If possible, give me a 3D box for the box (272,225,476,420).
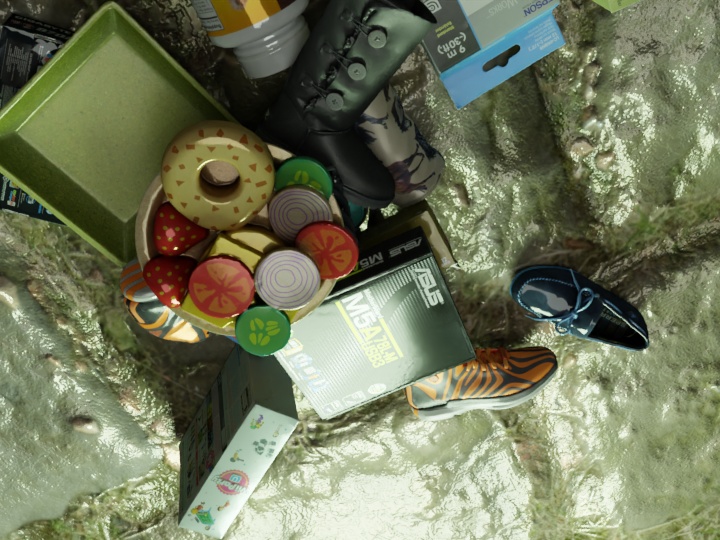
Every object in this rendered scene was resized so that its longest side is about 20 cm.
[{"bbox_3d":[0.009,0.063,0.922,0.192,0.048,0.200,-21,138,6],"label":"box"}]

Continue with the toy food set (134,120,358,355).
[{"bbox_3d":[-0.105,-0.025,0.791,0.197,0.049,0.201,26,109,-14],"label":"toy food set"}]

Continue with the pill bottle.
[{"bbox_3d":[-0.118,-0.290,0.825,0.109,0.109,0.201,-24,120,5],"label":"pill bottle"}]

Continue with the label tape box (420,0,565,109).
[{"bbox_3d":[0.122,-0.276,0.897,0.143,0.066,0.201,-29,117,8],"label":"label tape box"}]

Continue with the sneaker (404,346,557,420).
[{"bbox_3d":[0.147,0.116,1.101,0.199,0.078,0.113,-18,121,1],"label":"sneaker"}]

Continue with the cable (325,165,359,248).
[{"bbox_3d":[-0.104,-0.027,0.862,0.198,0.051,0.164,-15,132,-6],"label":"cable"}]

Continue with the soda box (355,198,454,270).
[{"bbox_3d":[0.000,0.000,0.953,0.199,0.064,0.068,-27,103,9],"label":"soda box"}]

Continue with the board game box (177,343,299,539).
[{"bbox_3d":[-0.155,0.200,1.069,0.064,0.148,0.201,24,113,-23],"label":"board game box"}]

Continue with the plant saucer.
[{"bbox_3d":[-0.240,-0.133,0.869,0.199,0.048,0.200,-41,120,10],"label":"plant saucer"}]

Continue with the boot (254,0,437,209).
[{"bbox_3d":[0.010,-0.171,0.841,0.164,0.066,0.200,24,120,-21],"label":"boot"}]

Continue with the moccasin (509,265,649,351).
[{"bbox_3d":[0.286,0.048,1.098,0.199,0.068,0.081,15,116,-16],"label":"moccasin"}]

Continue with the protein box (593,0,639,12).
[{"bbox_3d":[0.267,-0.358,0.796,0.197,0.200,0.136,-23,120,4],"label":"protein box"}]

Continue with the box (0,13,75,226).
[{"bbox_3d":[-0.305,-0.145,0.912,0.158,0.046,0.201,13,116,-16],"label":"box"}]

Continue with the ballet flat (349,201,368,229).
[{"bbox_3d":[-0.090,-0.071,0.906,0.198,0.064,0.068,3,108,-23],"label":"ballet flat"}]

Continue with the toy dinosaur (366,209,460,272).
[{"bbox_3d":[0.048,-0.007,1.015,0.102,0.077,0.200,-42,132,-9],"label":"toy dinosaur"}]

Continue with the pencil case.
[{"bbox_3d":[0.015,-0.168,0.933,0.077,0.090,0.200,-15,124,33],"label":"pencil case"}]

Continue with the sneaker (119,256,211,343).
[{"bbox_3d":[-0.156,0.007,0.947,0.199,0.078,0.112,-22,143,-12],"label":"sneaker"}]

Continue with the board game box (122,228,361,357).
[{"bbox_3d":[-0.134,-0.028,0.998,0.199,0.056,0.196,33,109,-23],"label":"board game box"}]
